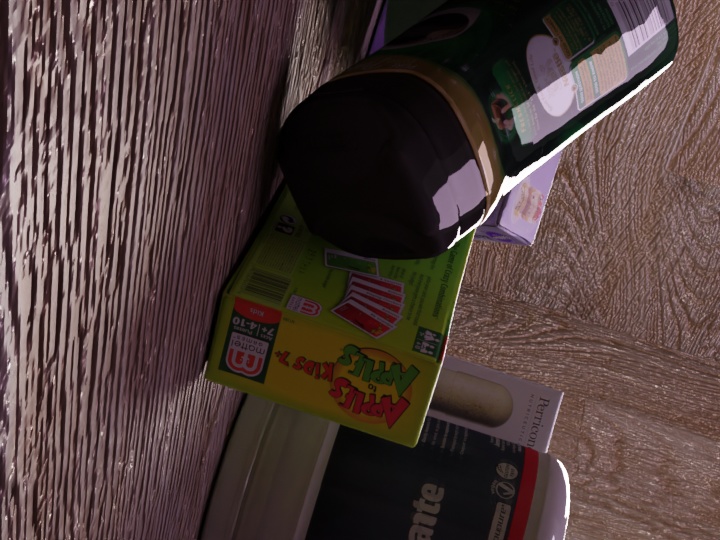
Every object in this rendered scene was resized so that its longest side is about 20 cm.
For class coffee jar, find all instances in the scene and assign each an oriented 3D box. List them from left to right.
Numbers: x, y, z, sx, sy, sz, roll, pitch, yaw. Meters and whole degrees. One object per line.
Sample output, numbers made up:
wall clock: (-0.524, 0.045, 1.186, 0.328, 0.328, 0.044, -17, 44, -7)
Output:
coffee jar: (0.057, -0.084, 0.721, 0.199, 0.104, 0.086, -38, 114, -32)

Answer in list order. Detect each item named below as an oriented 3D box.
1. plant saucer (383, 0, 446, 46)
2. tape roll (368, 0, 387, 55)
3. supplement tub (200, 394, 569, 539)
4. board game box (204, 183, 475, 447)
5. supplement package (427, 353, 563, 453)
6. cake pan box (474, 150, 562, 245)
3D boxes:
plant saucer: (0.062, -0.175, 0.891, 0.201, 0.038, 0.204, -173, -90, -74)
tape roll: (0.039, -0.130, 1.111, 0.200, 0.065, 0.203, 18, 90, -87)
supplement tub: (0.015, 0.152, 0.906, 0.140, 0.197, 0.142, 17, 90, -87)
board game box: (0.000, 0.000, 0.752, 0.201, 0.100, 0.048, -68, 175, -61)
supplement package: (0.033, 0.136, 1.153, 0.151, 0.197, 0.154, 78, 28, -84)
cake pan box: (0.091, -0.126, 1.232, 0.183, 0.052, 0.202, 6, -105, 49)
